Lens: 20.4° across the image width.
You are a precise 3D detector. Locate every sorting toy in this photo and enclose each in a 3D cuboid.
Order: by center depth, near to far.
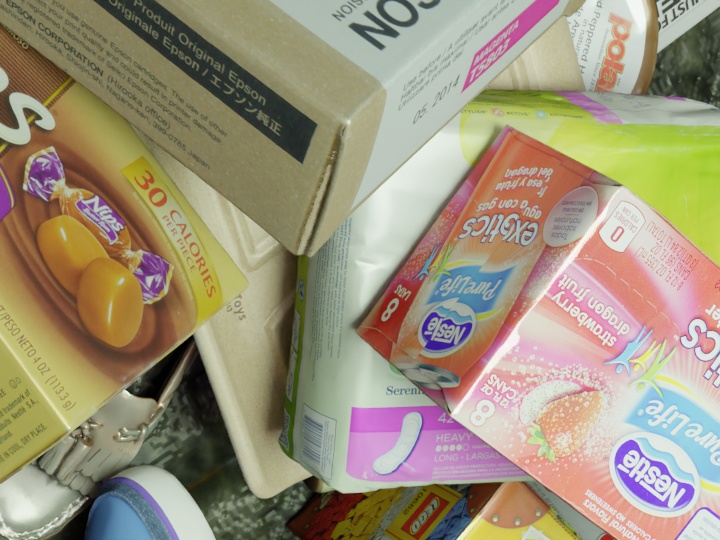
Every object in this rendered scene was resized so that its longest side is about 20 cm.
[{"bbox_3d":[0.013,-0.024,0.842,0.199,0.036,0.186,-24,112,-15],"label":"sorting toy"}]

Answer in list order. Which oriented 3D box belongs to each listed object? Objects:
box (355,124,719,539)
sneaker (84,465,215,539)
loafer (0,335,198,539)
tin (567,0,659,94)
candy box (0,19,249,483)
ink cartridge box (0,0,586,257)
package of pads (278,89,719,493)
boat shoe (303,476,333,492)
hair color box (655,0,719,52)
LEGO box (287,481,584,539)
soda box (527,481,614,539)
[{"bbox_3d":[0.110,0.050,0.754,0.200,0.095,0.103,36,90,-28],"label":"box"},{"bbox_3d":[-0.125,0.189,0.821,0.146,0.080,0.202,-6,91,-42],"label":"sneaker"},{"bbox_3d":[-0.105,0.032,0.875,0.072,0.063,0.201,35,84,-21],"label":"loafer"},{"bbox_3d":[0.038,-0.110,0.866,0.198,0.042,0.113,14,98,-21],"label":"tin"},{"bbox_3d":[-0.143,-0.039,0.717,0.201,0.056,0.117,54,40,-3],"label":"candy box"},{"bbox_3d":[-0.018,-0.125,0.736,0.164,0.075,0.200,36,50,12],"label":"ink cartridge box"},{"bbox_3d":[0.071,0.004,0.815,0.198,0.068,0.156,-2,106,-23],"label":"package of pads"},{"bbox_3d":[0.000,0.000,0.909,0.064,0.072,0.202,1,91,-20],"label":"boat shoe"},{"bbox_3d":[0.090,-0.193,0.923,0.099,0.061,0.201,-36,107,-11],"label":"hair color box"},{"bbox_3d":[0.080,0.167,0.915,0.200,0.149,0.077,45,80,-19],"label":"LEGO box"},{"bbox_3d":[0.167,0.144,0.979,0.200,0.068,0.064,50,48,-19],"label":"soda box"}]
